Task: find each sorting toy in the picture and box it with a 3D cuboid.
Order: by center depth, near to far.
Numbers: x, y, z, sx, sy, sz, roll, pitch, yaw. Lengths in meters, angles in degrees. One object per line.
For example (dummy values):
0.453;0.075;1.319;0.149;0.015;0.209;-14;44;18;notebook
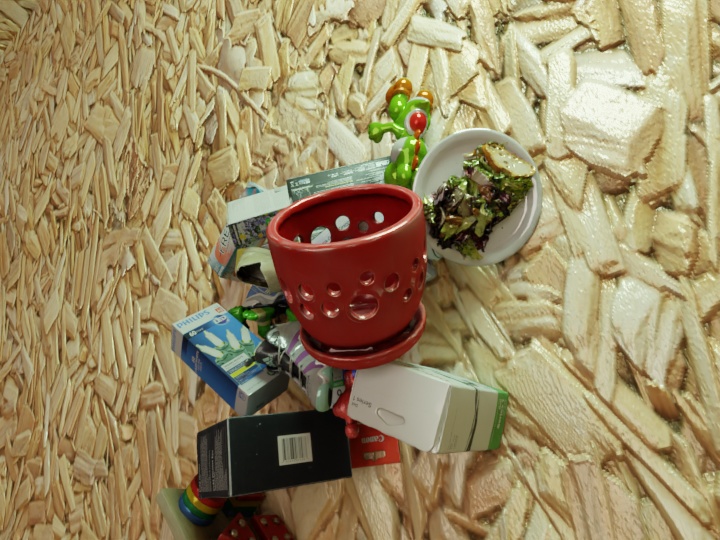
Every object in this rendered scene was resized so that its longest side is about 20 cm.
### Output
-0.215;0.431;0.892;0.199;0.198;0.070;39;92;37;sorting toy

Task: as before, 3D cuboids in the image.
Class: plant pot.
-0.008;0.010;0.673;0.196;0.199;0.188;11;121;38;plant pot

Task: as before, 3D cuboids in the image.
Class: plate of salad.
0.173;-0.110;0.783;0.192;0.048;0.208;0;90;6;plate of salad

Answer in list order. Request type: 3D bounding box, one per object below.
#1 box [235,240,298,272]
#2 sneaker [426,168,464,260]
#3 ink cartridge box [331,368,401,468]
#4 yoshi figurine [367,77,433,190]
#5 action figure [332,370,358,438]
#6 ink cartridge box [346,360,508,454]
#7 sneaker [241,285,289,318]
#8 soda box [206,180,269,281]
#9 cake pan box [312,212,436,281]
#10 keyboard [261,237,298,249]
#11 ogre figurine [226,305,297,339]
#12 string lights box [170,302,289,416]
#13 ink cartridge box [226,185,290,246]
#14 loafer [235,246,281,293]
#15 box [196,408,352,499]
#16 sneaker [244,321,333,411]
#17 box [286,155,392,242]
-0.156;-0.019;1.040;0.195;0.074;0.052;-4;76;35;box
0.145;-0.117;0.837;0.069;0.072;0.207;7;82;40;sneaker
0.001;0.215;0.873;0.107;0.050;0.207;-19;67;32;ink cartridge box
0.073;-0.208;0.884;0.109;0.113;0.206;-6;59;19;yoshi figurine
0.003;0.168;0.822;0.064;0.099;0.205;-24;43;29;action figure
0.096;0.180;0.715;0.143;0.198;0.087;12;83;37;ink cartridge box
-0.144;0.042;1.013;0.194;0.076;0.079;-6;57;24;sneaker
-0.246;-0.080;1.125;0.063;0.068;0.204;37;101;34;soda box
0.000;0.000;0.845;0.198;0.182;0.053;-38;42;23;cake pan box
-0.091;-0.075;0.987;0.194;0.057;0.011;-14;110;15;keyboard
-0.147;0.132;0.969;0.098;0.193;0.124;-123;32;-73;ogre figurine
-0.222;0.148;0.897;0.197;0.102;0.060;34;126;24;string lights box
-0.156;-0.116;1.017;0.194;0.052;0.110;-17;31;-7;ink cartridge box
-0.140;0.008;0.940;0.194;0.078;0.069;5;38;26;loafer
-0.141;0.289;0.834;0.181;0.194;0.108;-36;57;51;box
-0.114;0.148;0.825;0.201;0.135;0.080;-110;21;-64;sneaker
-0.018;-0.100;0.906;0.193;0.044;0.165;-14;66;-6;box
